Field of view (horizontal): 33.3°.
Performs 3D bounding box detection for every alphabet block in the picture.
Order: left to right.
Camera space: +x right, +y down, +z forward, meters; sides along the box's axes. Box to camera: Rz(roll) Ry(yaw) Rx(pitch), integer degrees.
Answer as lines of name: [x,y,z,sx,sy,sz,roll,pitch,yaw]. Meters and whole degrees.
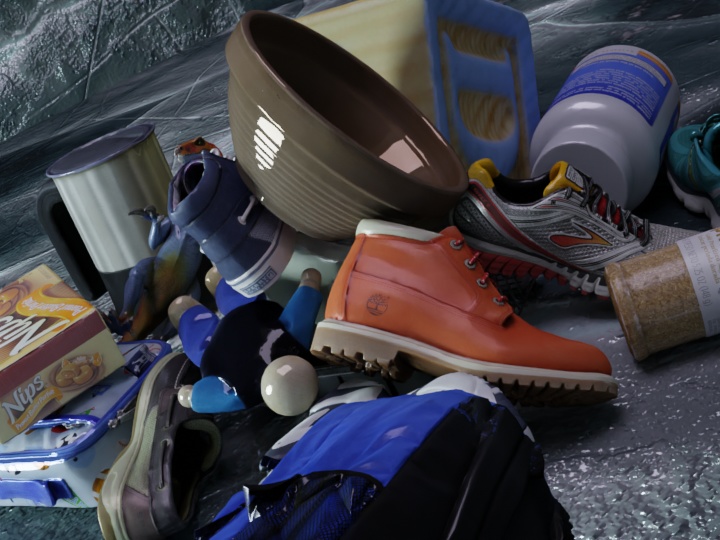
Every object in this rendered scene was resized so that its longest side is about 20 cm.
alphabet block: [0.032,-0.124,1.063,0.198,0.200,0.194,-8,-4,35]

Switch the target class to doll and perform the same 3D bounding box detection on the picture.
doll: [-0.079,0.049,0.870,0.136,0.049,0.200,-41,28,-6]

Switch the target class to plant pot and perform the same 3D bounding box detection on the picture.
plant pot: [-0.026,-0.089,0.865,0.093,0.200,0.201,-50,11,21]

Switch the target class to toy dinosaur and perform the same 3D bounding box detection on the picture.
toy dinosaur: [-0.171,-0.020,1.058,0.199,0.104,0.183,-32,33,50]

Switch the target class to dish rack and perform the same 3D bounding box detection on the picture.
dish rack: [0.054,0.036,0.927,0.151,0.055,0.200,-10,23,28]

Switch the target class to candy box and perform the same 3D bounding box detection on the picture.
candy box: [-0.279,0.063,0.998,0.115,0.056,0.199,-34,24,-16]

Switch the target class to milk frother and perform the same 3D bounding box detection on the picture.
milk frother: [-0.257,-0.012,1.180,0.178,0.190,0.201,-15,21,20]

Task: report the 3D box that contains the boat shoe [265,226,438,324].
boat shoe: [0.000,-0.001,0.917,0.199,0.071,0.071,6,25,45]

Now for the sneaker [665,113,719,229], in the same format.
sneaker: [0.290,-0.087,0.948,0.077,0.081,0.200,-21,20,4]

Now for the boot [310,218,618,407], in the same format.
boot: [0.074,0.026,0.777,0.197,0.075,0.109,14,75,11]

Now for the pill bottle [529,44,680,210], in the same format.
pill bottle: [0.210,-0.112,1.047,0.111,0.113,0.200,-10,23,30]

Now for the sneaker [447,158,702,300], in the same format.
sneaker: [0.162,-0.032,0.882,0.197,0.083,0.078,10,25,6]

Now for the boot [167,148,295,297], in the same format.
boot: [-0.094,-0.066,0.920,0.072,0.090,0.201,-38,23,15]

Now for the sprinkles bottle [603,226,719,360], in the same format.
sprinkles bottle: [0.262,-0.003,0.783,0.197,0.069,0.068,-20,20,10]

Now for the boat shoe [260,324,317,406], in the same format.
boat shoe: [-0.035,0.046,0.987,0.068,0.073,0.200,11,27,21]

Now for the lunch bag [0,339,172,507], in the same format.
lunch bag: [-0.238,0.127,0.983,0.198,0.076,0.160,-9,26,35]

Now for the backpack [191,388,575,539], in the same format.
backpack: [-0.002,0.148,0.548,0.166,0.164,0.200,-4,28,42]

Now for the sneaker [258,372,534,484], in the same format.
sneaker: [0.006,0.124,0.722,0.129,0.080,0.198,-37,24,-31]

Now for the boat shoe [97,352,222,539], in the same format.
boat shoe: [-0.131,0.128,0.879,0.065,0.073,0.202,-11,28,14]
